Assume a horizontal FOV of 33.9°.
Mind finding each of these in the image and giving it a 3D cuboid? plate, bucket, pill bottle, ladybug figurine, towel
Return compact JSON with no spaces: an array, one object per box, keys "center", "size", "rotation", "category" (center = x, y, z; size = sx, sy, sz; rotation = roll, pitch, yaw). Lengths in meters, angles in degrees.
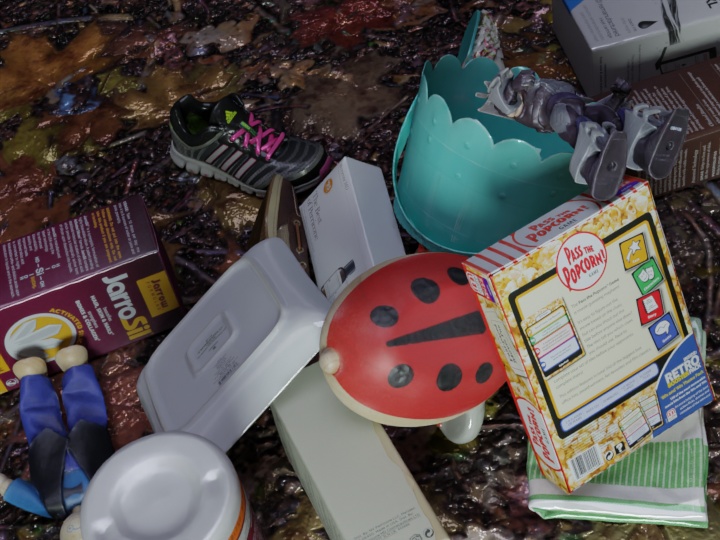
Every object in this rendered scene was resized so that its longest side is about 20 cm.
[{"center":[-0.119,0.070,1.015],"size":[0.200,0.032,0.200],"rotation":[-47,30,3],"category":"plate"},{"center":[0.129,-0.094,1.083],"size":[0.204,0.136,0.208],"rotation":[13,28,-7],"category":"bucket"},{"center":[-0.121,0.219,0.862],"size":[0.113,0.201,0.115],"rotation":[-6,48,7],"category":"pill bottle"},{"center":[0.058,0.051,0.933],"size":[0.198,0.072,0.137],"rotation":[-16,87,-32],"category":"ladybug figurine"},{"center":[0.217,0.121,0.996],"size":[0.150,0.024,0.202],"rotation":[0,49,13],"category":"towel"}]

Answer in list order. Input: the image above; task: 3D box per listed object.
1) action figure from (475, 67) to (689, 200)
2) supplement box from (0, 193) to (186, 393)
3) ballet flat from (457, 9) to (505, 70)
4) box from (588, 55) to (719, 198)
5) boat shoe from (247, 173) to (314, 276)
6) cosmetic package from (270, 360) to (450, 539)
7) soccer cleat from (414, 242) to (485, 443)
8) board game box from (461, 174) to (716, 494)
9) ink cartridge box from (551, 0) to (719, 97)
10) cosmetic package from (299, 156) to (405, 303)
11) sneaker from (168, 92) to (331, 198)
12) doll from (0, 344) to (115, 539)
[{"center":[0.173,-0.125,0.942],"size":[0.128,0.070,0.200],"rotation":[-6,27,-20],"category":"action figure"},{"center":[-0.279,0.023,1.131],"size":[0.198,0.111,0.086],"rotation":[-21,48,-6],"category":"supplement box"},{"center":[0.125,-0.197,1.280],"size":[0.063,0.076,0.202],"rotation":[25,57,-7],"category":"ballet flat"},{"center":[0.307,-0.137,1.172],"size":[0.197,0.075,0.101],"rotation":[-16,48,-4],"category":"box"},{"center":[-0.070,-0.015,1.160],"size":[0.071,0.073,0.201],"rotation":[15,38,-15],"category":"boat shoe"},{"center":[0.000,0.177,0.940],"size":[0.072,0.104,0.201],"rotation":[-23,49,-11],"category":"cosmetic package"},{"center":[0.090,0.059,1.051],"size":[0.077,0.069,0.202],"rotation":[14,51,-32],"category":"soccer cleat"},{"center":[0.182,0.049,0.919],"size":[0.150,0.202,0.046],"rotation":[-28,22,-14],"category":"board game box"},{"center":[0.323,-0.275,1.282],"size":[0.197,0.085,0.147],"rotation":[-16,47,-1],"category":"ink cartridge box"},{"center":[0.000,0.000,1.084],"size":[0.082,0.050,0.202],"rotation":[-43,47,34],"category":"cosmetic package"},{"center":[-0.126,-0.139,1.257],"size":[0.198,0.088,0.074],"rotation":[16,53,24],"category":"sneaker"},{"center":[-0.261,0.165,1.043],"size":[0.135,0.049,0.201],"rotation":[-14,53,-14],"category":"doll"}]
